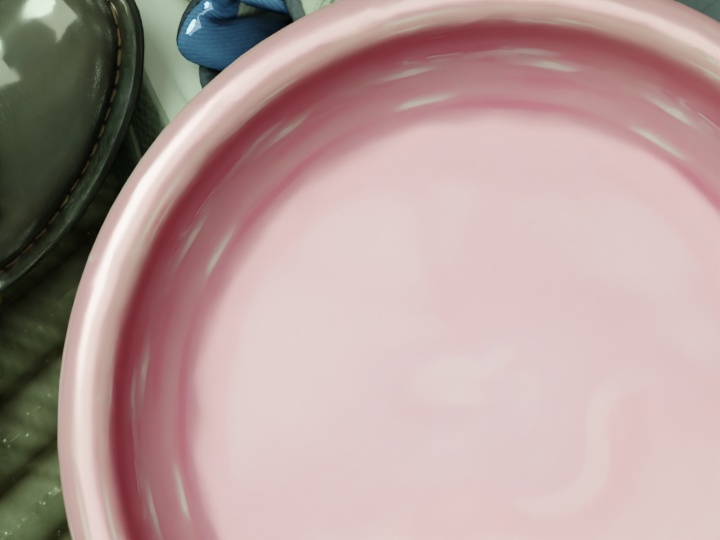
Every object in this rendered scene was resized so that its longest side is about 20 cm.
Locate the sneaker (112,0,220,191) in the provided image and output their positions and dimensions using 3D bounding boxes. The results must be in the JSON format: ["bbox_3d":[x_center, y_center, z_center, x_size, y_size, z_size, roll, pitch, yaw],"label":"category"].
[{"bbox_3d":[0.000,0.000,0.803,0.080,0.070,0.201,-37,95,-17],"label":"sneaker"}]

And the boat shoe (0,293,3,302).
[{"bbox_3d":[-0.119,-0.006,0.793,0.091,0.071,0.200,42,95,-3],"label":"boat shoe"}]

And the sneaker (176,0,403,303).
[{"bbox_3d":[0.003,-0.066,0.753,0.085,0.077,0.201,28,50,-10],"label":"sneaker"}]

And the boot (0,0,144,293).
[{"bbox_3d":[-0.137,0.002,0.670,0.069,0.174,0.200,45,98,1],"label":"boot"}]

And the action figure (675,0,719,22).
[{"bbox_3d":[0.110,-0.092,0.738,0.193,0.104,0.201,-45,57,26],"label":"action figure"}]

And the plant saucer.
[{"bbox_3d":[0.031,0.034,0.666,0.199,0.051,0.202,0,89,-5],"label":"plant saucer"}]
